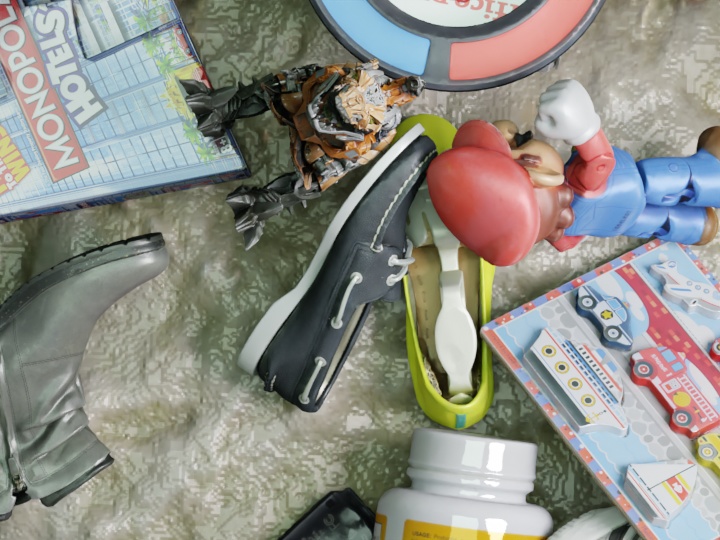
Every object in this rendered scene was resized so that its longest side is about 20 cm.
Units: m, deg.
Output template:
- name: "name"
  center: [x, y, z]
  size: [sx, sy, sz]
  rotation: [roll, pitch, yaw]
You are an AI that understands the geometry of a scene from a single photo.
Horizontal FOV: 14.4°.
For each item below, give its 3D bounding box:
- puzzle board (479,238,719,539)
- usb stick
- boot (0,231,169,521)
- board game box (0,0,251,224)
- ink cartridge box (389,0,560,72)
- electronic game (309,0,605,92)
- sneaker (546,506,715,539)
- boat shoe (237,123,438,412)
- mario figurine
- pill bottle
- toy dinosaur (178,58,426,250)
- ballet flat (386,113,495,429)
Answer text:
- name: "puzzle board"
  center: [0.189, 0.074, 1.717]
  size: [0.151, 0.017, 0.200]
  rotation: [-25, 59, -23]
- name: "usb stick"
  center: [-0.066, 0.218, 1.773]
  size: [0.200, 0.033, 0.055]
  rotation: [-43, 78, -1]
- name: "boot"
  center: [-0.185, 0.069, 1.776]
  size: [0.200, 0.068, 0.131]
  rotation: [-28, 91, 7]
- name: "board game box"
  center: [-0.199, -0.111, 1.783]
  size: [0.200, 0.062, 0.200]
  rotation: [-25, 86, -1]
- name: "ink cartridge box"
  center: [0.073, -0.237, 1.773]
  size: [0.146, 0.083, 0.200]
  rotation: [11, 87, 2]
- name: "electronic game"
  center: [0.058, -0.207, 1.709]
  size: [0.200, 0.042, 0.200]
  rotation: [0, 87, 2]
- name: "sneaker"
  center: [0.201, 0.161, 1.714]
  size: [0.200, 0.088, 0.076]
  rotation: [-36, 128, -25]
- name: "boat shoe"
  center: [0.000, 0.000, 1.743]
  size: [0.060, 0.076, 0.200]
  rotation: [38, 120, 8]
- name: "mario figurine"
  center: [0.130, -0.065, 1.726]
  size: [0.200, 0.106, 0.124]
  rotation: [0, 110, -28]
- name: "pill bottle"
  center: [0.058, 0.199, 1.730]
  size: [0.109, 0.109, 0.200]
  rotation: [7, 88, 2]
- name: "toy dinosaur"
  center: [-0.022, -0.081, 1.691]
  size: [0.136, 0.200, 0.102]
  rotation: [-22, 70, 1]
- name: "ballet flat"
  center: [0.054, -0.002, 1.766]
  size: [0.067, 0.067, 0.200]
  rotation: [-6, 86, 1]
